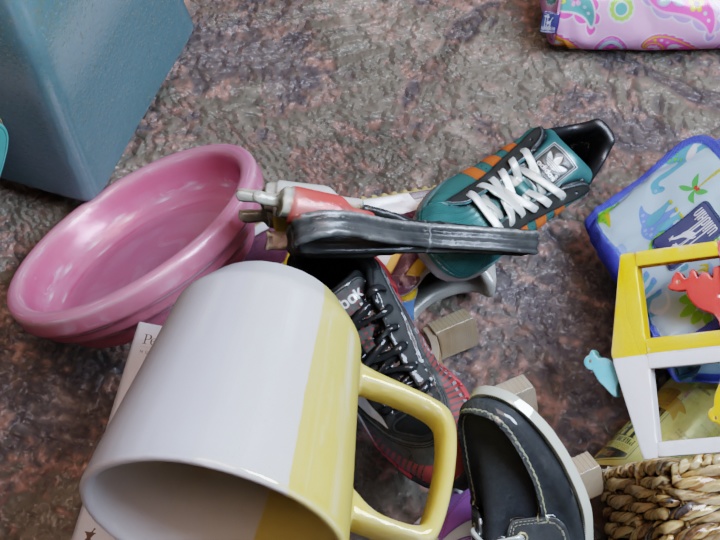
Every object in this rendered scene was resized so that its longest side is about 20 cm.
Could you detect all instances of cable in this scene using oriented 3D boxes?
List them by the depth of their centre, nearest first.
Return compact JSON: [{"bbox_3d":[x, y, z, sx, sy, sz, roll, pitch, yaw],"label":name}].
[{"bbox_3d":[0.024,-0.034,0.848,0.200,0.097,0.050,-1,86,-12],"label":"cable"}]

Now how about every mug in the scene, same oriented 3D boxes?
[{"bbox_3d":[-0.054,0.089,0.786,0.149,0.187,0.153,-21,42,38],"label":"mug"}]

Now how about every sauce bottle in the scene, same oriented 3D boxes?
[{"bbox_3d":[0.188,0.139,0.912,0.200,0.065,0.065,-41,69,-20],"label":"sauce bottle"}]

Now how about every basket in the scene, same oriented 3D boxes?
[{"bbox_3d":[0.261,0.183,0.813,0.200,0.143,0.149,0,78,-13],"label":"basket"}]

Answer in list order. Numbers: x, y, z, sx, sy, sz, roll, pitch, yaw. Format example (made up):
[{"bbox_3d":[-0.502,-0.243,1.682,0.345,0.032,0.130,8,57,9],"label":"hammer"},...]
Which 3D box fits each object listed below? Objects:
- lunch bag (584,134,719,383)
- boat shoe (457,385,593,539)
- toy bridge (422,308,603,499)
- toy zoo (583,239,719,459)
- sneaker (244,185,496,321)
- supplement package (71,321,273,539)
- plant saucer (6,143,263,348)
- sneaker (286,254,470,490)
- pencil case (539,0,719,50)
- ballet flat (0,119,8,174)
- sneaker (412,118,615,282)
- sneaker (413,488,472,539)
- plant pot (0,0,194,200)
[{"bbox_3d":[0.274,-0.010,0.934,0.200,0.128,0.170,-15,38,-3],"label":"lunch bag"},{"bbox_3d":[0.097,0.165,0.811,0.072,0.200,0.068,2,26,43],"label":"boat shoe"},{"bbox_3d":[0.086,0.096,0.905,0.067,0.027,0.200,-21,36,-12],"label":"toy bridge"},{"bbox_3d":[0.235,0.045,0.831,0.200,0.020,0.131,-7,83,22],"label":"toy zoo"},{"bbox_3d":[0.000,0.000,0.982,0.200,0.075,0.090,-14,58,-5],"label":"sneaker"},{"bbox_3d":[-0.107,0.154,0.877,0.121,0.120,0.200,9,63,6],"label":"supplement package"},{"bbox_3d":[-0.152,-0.013,0.958,0.200,0.051,0.201,-24,27,13],"label":"plant saucer"},{"bbox_3d":[0.009,0.054,0.872,0.071,0.098,0.201,-35,61,6],"label":"sneaker"},{"bbox_3d":[0.243,-0.222,1.089,0.200,0.087,0.088,2,62,1],"label":"pencil case"},{"bbox_3d":[-0.321,-0.029,0.976,0.074,0.074,0.200,25,91,13],"label":"ballet flat"},{"bbox_3d":[0.112,-0.061,0.964,0.071,0.080,0.200,52,45,2],"label":"sneaker"},{"bbox_3d":[0.032,0.183,0.889,0.114,0.073,0.201,23,65,16],"label":"sneaker"},{"bbox_3d":[-0.265,-0.205,1.008,0.196,0.200,0.196,15,59,14],"label":"plant pot"}]
